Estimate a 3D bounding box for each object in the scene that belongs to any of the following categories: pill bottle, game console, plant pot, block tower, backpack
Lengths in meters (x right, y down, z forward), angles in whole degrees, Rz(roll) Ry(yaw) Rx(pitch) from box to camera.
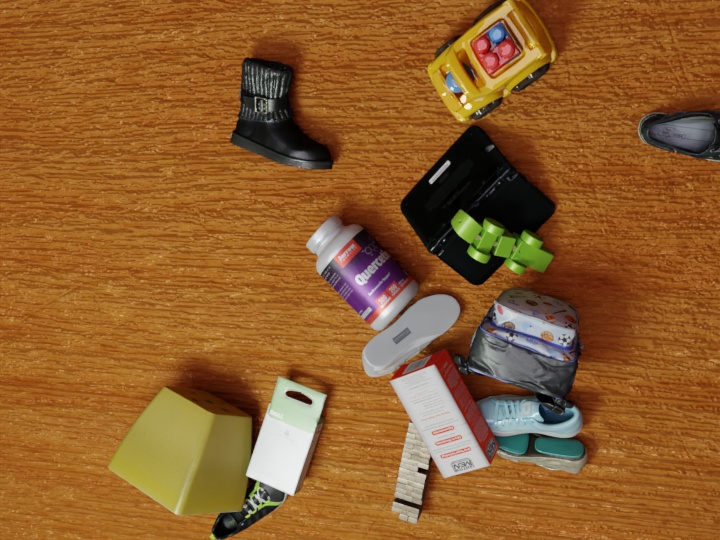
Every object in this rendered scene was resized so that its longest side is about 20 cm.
[{"bbox_3d":[0.000,0.000,1.492,0.200,0.112,0.113,45,110,3],"label":"pill bottle"},{"bbox_3d":[0.196,-0.109,1.459,0.200,0.116,0.177,-46,57,20],"label":"game console"},{"bbox_3d":[-0.316,0.329,1.608,0.198,0.199,0.179,22,90,31],"label":"plant pot"},{"bbox_3d":[0.103,0.359,1.571,0.053,0.058,0.204,13,104,13],"label":"block tower"},{"bbox_3d":[0.273,0.115,1.395,0.197,0.190,0.157,23,103,10],"label":"backpack"}]

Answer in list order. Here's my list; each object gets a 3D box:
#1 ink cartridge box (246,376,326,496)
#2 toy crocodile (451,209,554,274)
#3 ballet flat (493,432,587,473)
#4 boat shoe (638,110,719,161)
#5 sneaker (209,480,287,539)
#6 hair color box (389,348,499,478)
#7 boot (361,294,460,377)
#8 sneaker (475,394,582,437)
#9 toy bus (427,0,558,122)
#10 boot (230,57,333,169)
[{"bbox_3d":[-0.134,0.310,1.621,0.102,0.059,0.204,19,94,12],"label":"ink cartridge box"},{"bbox_3d":[0.236,-0.045,1.409,0.197,0.062,0.068,17,113,-24],"label":"toy crocodile"},{"bbox_3d":[0.298,0.319,1.501,0.196,0.068,0.063,12,133,17],"label":"ballet flat"},{"bbox_3d":[0.529,-0.208,1.308,0.196,0.066,0.076,14,106,13],"label":"boat shoe"},{"bbox_3d":[-0.219,0.474,1.679,0.200,0.083,0.072,-43,88,20],"label":"sneaker"},{"bbox_3d":[0.144,0.247,1.464,0.100,0.061,0.202,-23,100,33],"label":"hair color box"},{"bbox_3d":[0.085,0.117,1.515,0.198,0.096,0.074,-30,75,-12],"label":"boot"},{"bbox_3d":[0.283,0.240,1.465,0.195,0.082,0.075,-1,61,9],"label":"sneaker"},{"bbox_3d":[0.193,-0.323,1.321,0.198,0.192,0.137,-33,93,22],"label":"toy bus"},{"bbox_3d":[-0.129,-0.272,1.489,0.208,0.079,0.161,20,107,12],"label":"boot"}]
